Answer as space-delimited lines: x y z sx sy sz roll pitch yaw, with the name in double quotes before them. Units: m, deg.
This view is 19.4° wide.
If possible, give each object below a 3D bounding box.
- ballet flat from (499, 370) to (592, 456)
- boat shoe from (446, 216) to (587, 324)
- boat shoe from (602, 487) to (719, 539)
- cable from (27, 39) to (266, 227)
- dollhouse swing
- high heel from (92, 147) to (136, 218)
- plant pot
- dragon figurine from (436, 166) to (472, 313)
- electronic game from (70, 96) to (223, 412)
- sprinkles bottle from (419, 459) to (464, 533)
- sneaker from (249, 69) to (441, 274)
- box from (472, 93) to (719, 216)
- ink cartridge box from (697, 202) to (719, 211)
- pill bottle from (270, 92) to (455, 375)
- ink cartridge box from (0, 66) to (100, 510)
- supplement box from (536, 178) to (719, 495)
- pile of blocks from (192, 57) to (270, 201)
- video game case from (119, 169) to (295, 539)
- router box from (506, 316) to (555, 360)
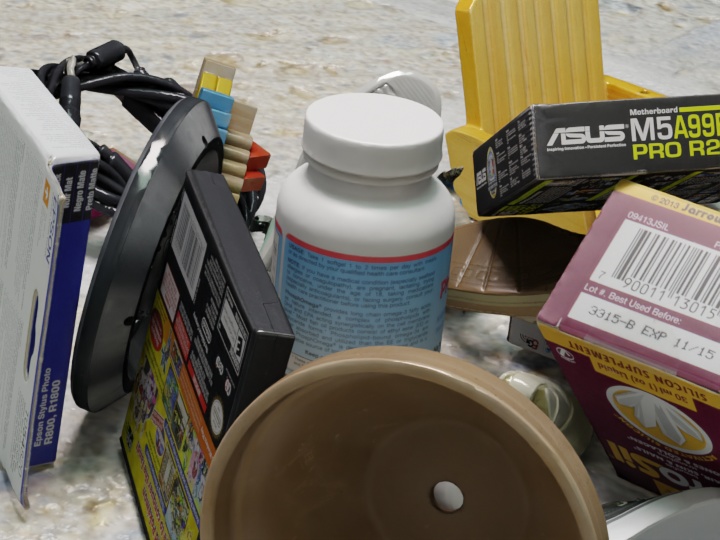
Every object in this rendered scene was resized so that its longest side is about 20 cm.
"ballet flat" 0.087 0.097 1.246 0.069 0.070 0.200 18 28 24
"boat shoe" 0.128 0.014 1.320 0.200 0.065 0.071 4 45 20
"boat shoe" 0.128 0.153 1.139 0.200 0.069 0.057 -13 31 -30
"cable" -0.156 -0.089 1.521 0.200 0.051 0.163 50 33 18
"dollhouse swing" 0.182 -0.133 1.618 0.182 0.176 0.200 24 30 34
"high heel" -0.261 -0.096 1.566 0.200 0.067 0.096 22 19 23
"plant pot" 0.030 0.124 1.031 0.201 0.201 0.093 14 20 16
"dragon figurine" 0.046 -0.010 1.455 0.059 0.100 0.200 -12 -7 -27
"electronic game" -0.130 -0.009 1.268 0.042 0.200 0.200 19 27 5
"sprinkles bottle" -0.004 0.101 1.162 0.200 0.068 0.068 7 20 42
"sneaker" -0.015 -0.061 1.416 0.074 0.200 0.118 31 17 -9
"box" 0.161 -0.067 1.244 0.160 0.044 0.200 -3 -4 -6
"ink cartridge box" 0.245 -0.050 1.452 0.115 0.068 0.200 1 25 -13
"pill bottle" 0.000 0.000 1.273 0.109 0.200 0.109 5 26 -2
"ink cartridge box" -0.193 0.006 1.223 0.041 0.200 0.200 0 26 -25
"supplement box" 0.197 0.056 1.183 0.131 0.200 0.103 21 70 32
"pile of blocks" -0.094 -0.067 1.452 0.062 0.082 0.200 16 58 -11
"video game case" -0.087 0.067 1.139 0.025 0.181 0.200 8 24 -19
"router box" 0.221 0.037 1.398 0.200 0.051 0.149 22 28 29
